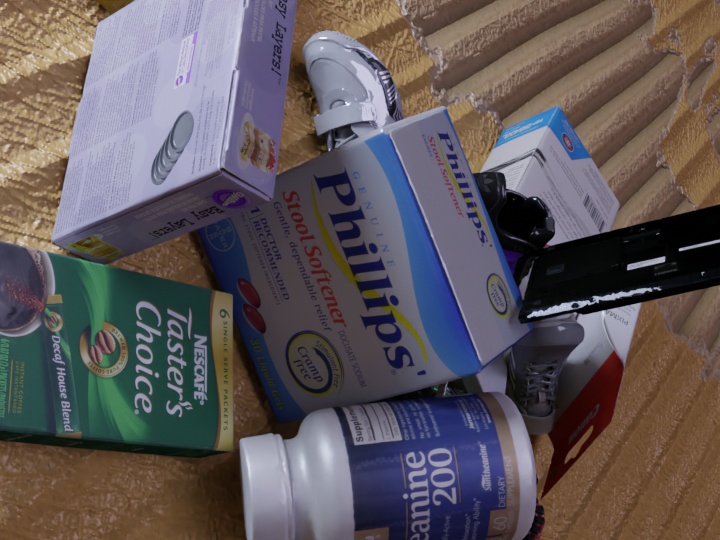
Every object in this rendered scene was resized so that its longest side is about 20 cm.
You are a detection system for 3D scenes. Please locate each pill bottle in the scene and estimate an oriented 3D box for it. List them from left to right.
[{"bbox_3d":[0.016,0.151,0.743,0.199,0.111,0.112,-5,76,-12],"label":"pill bottle"}]

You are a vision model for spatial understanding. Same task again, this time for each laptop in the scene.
[{"bbox_3d":[0.232,0.016,0.802,0.104,0.176,0.200,68,23,-18],"label":"laptop"}]

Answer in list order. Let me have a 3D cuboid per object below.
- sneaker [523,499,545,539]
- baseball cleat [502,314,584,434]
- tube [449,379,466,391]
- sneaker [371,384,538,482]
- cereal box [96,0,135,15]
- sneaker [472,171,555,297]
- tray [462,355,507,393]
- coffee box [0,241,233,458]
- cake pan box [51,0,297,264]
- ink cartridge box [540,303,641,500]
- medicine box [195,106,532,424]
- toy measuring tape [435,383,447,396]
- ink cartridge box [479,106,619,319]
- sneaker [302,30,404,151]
[{"bbox_3d":[0.093,0.280,0.881,0.200,0.078,0.082,-39,144,-32],"label":"sneaker"},{"bbox_3d":[0.175,0.101,0.985,0.200,0.069,0.107,69,18,-77],"label":"baseball cleat"},{"bbox_3d":[0.084,0.072,0.978,0.058,0.052,0.200,-53,127,-8],"label":"tube"},{"bbox_3d":[0.070,0.138,0.932,0.200,0.078,0.085,38,18,-26],"label":"sneaker"},{"bbox_3d":[-0.147,-0.271,0.854,0.144,0.039,0.201,41,48,-31],"label":"cereal box"},{"bbox_3d":[0.124,-0.015,0.885,0.200,0.099,0.070,50,29,-49],"label":"sneaker"},{"bbox_3d":[0.083,0.031,0.921,0.201,0.022,0.107,66,20,-15],"label":"tray"},{"bbox_3d":[-0.173,0.058,0.696,0.199,0.044,0.124,18,63,-43],"label":"coffee box"},{"bbox_3d":[-0.127,-0.119,0.709,0.052,0.184,0.201,29,55,-43],"label":"cake pan box"},{"bbox_3d":[0.216,0.104,1.029,0.057,0.163,0.200,30,48,6],"label":"ink cartridge box"},{"bbox_3d":[0.000,0.000,0.789,0.103,0.199,0.183,-27,96,-53],"label":"medicine box"},{"bbox_3d":[0.017,0.150,0.836,0.073,0.073,0.201,28,74,-38],"label":"toy measuring tape"},{"bbox_3d":[0.191,-0.057,1.116,0.146,0.084,0.200,54,44,-20],"label":"ink cartridge box"},{"bbox_3d":[-0.007,-0.110,0.921,0.201,0.075,0.115,61,38,-17],"label":"sneaker"}]
